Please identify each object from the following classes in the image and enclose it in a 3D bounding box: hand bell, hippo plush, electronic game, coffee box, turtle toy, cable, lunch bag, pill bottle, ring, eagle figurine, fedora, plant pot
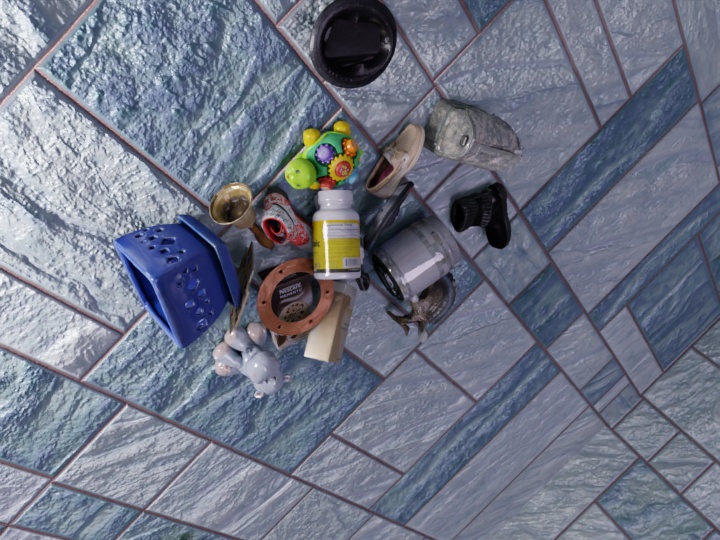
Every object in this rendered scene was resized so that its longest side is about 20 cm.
[{"bbox_3d":[-0.245,-0.099,1.488,0.104,0.104,0.200,-39,147,-3],"label":"hand bell"},{"bbox_3d":[-0.272,0.249,1.651,0.158,0.161,0.201,-24,132,-17],"label":"hippo plush"},{"bbox_3d":[0.069,-0.133,1.609,0.201,0.041,0.200,-55,178,-3],"label":"electronic game"},{"bbox_3d":[-0.181,0.085,1.649,0.112,0.080,0.201,-21,130,-20],"label":"coffee box"},{"bbox_3d":[-0.079,-0.237,1.470,0.199,0.101,0.147,-19,130,-21],"label":"turtle toy"},{"bbox_3d":[0.000,0.000,1.670,0.050,0.098,0.201,-3,140,18],"label":"cable"},{"bbox_3d":[0.279,-0.317,1.604,0.199,0.168,0.140,7,118,-37],"label":"lunch bag"},{"bbox_3d":[-0.055,-0.081,1.525,0.110,0.111,0.202,-1,91,-32],"label":"pill bottle"},{"bbox_3d":[-0.155,0.061,1.575,0.199,0.019,0.202,-12,117,-25],"label":"ring"},{"bbox_3d":[0.179,0.086,1.829,0.200,0.152,0.151,-39,153,-5],"label":"eagle figurine"},{"bbox_3d":[-0.027,-0.471,1.343,0.199,0.092,0.202,-17,129,-22],"label":"fedora"},{"bbox_3d":[-0.371,0.009,1.387,0.179,0.200,0.201,-32,134,-26],"label":"plant pot"}]

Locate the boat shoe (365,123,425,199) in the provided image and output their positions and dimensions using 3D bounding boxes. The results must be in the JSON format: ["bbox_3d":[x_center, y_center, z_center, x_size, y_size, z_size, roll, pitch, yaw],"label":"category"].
[{"bbox_3d":[0.081,-0.263,1.577,0.069,0.074,0.201,12,115,-45],"label":"boat shoe"}]

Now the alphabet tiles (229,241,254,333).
[{"bbox_3d":[-0.267,0.036,1.479,0.006,0.200,0.167,15,116,-19],"label":"alphabet tiles"}]

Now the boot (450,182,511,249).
[{"bbox_3d":[0.331,-0.129,1.831,0.157,0.079,0.213,-28,122,-23],"label":"boot"}]

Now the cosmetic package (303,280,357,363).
[{"bbox_3d":[-0.074,0.130,1.678,0.105,0.070,0.202,27,74,-71],"label":"cosmetic package"}]

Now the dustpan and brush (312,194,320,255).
[{"bbox_3d":[-0.074,-0.099,1.616,0.139,0.057,0.201,-37,142,-21],"label":"dustpan and brush"}]

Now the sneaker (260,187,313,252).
[{"bbox_3d":[-0.162,-0.083,1.510,0.067,0.109,0.202,-16,133,20],"label":"sneaker"}]

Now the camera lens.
[{"bbox_3d":[0.141,-0.030,1.724,0.199,0.160,0.161,-34,134,-8],"label":"camera lens"}]
